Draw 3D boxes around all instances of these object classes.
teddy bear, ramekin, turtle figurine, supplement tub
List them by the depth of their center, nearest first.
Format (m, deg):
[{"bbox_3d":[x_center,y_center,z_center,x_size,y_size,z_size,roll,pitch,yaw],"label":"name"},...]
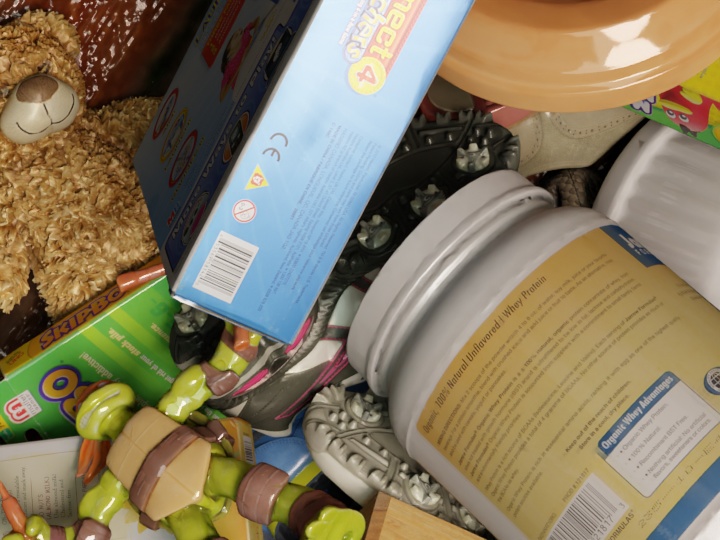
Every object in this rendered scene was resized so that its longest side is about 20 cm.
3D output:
[{"bbox_3d":[-0.085,0.101,0.736,0.200,0.161,0.064,-48,150,-7],"label":"turtle figurine"},{"bbox_3d":[0.104,0.063,0.754,0.200,0.145,0.145,43,97,21],"label":"supplement tub"},{"bbox_3d":[-0.139,-0.031,0.841,0.144,0.067,0.201,-12,107,-8],"label":"teddy bear"},{"bbox_3d":[0.223,0.005,0.859,0.199,0.105,0.202,-7,107,-25],"label":"ramekin"}]

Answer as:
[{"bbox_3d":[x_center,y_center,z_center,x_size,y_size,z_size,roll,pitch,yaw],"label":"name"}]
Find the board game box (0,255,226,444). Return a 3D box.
[{"bbox_3d":[-0.089,0.040,0.846,0.199,0.030,0.096,-35,119,-9],"label":"board game box"}]

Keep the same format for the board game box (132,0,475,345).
[{"bbox_3d":[-0.025,-0.096,0.719,0.056,0.196,0.201,24,103,-19],"label":"board game box"}]

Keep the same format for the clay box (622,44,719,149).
[{"bbox_3d":[0.153,-0.134,0.811,0.199,0.048,0.115,27,71,22],"label":"clay box"}]

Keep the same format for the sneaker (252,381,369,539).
[{"bbox_3d":[0.005,0.057,0.888,0.200,0.078,0.066,-39,147,-13],"label":"sneaker"}]

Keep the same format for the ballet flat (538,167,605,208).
[{"bbox_3d":[0.140,0.039,0.911,0.067,0.046,0.201,-17,106,-3],"label":"ballet flat"}]

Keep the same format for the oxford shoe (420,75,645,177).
[{"bbox_3d":[0.127,-0.101,0.875,0.199,0.071,0.075,-20,133,-4],"label":"oxford shoe"}]

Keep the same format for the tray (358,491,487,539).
[{"bbox_3d":[0.011,0.184,0.836,0.098,0.037,0.200,25,142,-9],"label":"tray"}]

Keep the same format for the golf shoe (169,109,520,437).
[{"bbox_3d":[0.000,0.000,0.822,0.200,0.077,0.088,-38,137,0],"label":"golf shoe"}]

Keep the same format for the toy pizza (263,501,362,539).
[{"bbox_3d":[-0.015,0.204,0.938,0.199,0.032,0.202,-1,105,-3],"label":"toy pizza"}]

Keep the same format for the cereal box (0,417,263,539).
[{"bbox_3d":[-0.144,0.153,0.790,0.198,0.040,0.145,-7,81,6],"label":"cereal box"}]

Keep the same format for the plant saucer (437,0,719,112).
[{"bbox_3d":[0.100,-0.170,0.790,0.199,0.038,0.201,-4,65,8],"label":"plant saucer"}]

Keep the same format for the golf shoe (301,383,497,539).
[{"bbox_3d":[0.035,0.138,0.837,0.200,0.079,0.097,37,117,-21],"label":"golf shoe"}]
